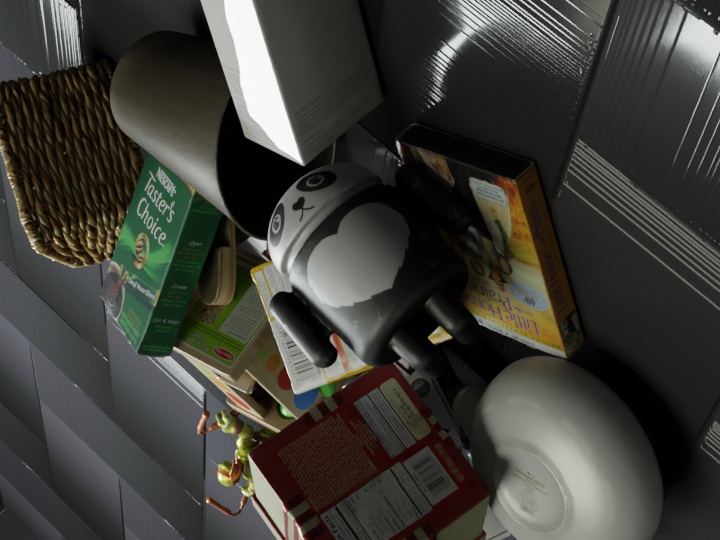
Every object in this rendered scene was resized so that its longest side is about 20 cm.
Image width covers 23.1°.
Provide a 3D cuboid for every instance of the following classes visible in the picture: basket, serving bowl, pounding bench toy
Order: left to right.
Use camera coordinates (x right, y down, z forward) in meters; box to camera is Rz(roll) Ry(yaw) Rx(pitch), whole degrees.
[{"bbox_3d":[-0.320,-0.104,1.902,0.201,0.148,0.143,68,158,14],"label":"basket"},{"bbox_3d":[-0.135,-0.143,1.643,0.199,0.135,0.182,28,133,45],"label":"basket"},{"bbox_3d":[-0.071,0.091,1.800,0.199,0.125,0.156,22,160,46],"label":"pounding bench toy"},{"bbox_3d":[0.167,0.180,1.549,0.199,0.066,0.202,28,132,35],"label":"serving bowl"}]

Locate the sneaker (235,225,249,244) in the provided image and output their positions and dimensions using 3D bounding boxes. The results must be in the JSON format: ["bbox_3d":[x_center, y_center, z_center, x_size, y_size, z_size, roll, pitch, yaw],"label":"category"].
[{"bbox_3d":[-0.192,-0.085,1.893,0.201,0.067,0.108,3,128,53],"label":"sneaker"}]

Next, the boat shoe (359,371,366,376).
[{"bbox_3d":[0.070,0.165,1.805,0.199,0.074,0.076,32,151,31],"label":"boat shoe"}]

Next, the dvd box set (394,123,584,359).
[{"bbox_3d":[0.112,-0.025,1.520,0.146,0.029,0.201,24,145,43],"label":"dvd box set"}]

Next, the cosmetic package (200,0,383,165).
[{"bbox_3d":[-0.060,-0.203,1.460,0.085,0.107,0.201,27,146,39],"label":"cosmetic package"}]

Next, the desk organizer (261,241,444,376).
[{"bbox_3d":[0.000,0.000,1.692,0.200,0.072,0.077,39,151,21],"label":"desk organizer"}]

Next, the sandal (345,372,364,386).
[{"bbox_3d":[-0.024,0.157,1.954,0.082,0.055,0.199,41,156,-22],"label":"sandal"}]

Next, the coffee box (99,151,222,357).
[{"bbox_3d":[-0.199,-0.030,1.776,0.123,0.044,0.201,49,124,48],"label":"coffee box"}]

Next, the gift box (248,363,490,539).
[{"bbox_3d":[0.023,0.211,1.605,0.185,0.199,0.187,57,166,20],"label":"gift box"}]

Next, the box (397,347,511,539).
[{"bbox_3d":[0.067,0.185,1.733,0.201,0.116,0.060,61,-160,4],"label":"box"}]

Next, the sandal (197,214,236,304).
[{"bbox_3d":[-0.122,-0.072,1.778,0.077,0.069,0.214,11,100,58],"label":"sandal"}]

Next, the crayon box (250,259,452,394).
[{"bbox_3d":[0.006,0.024,1.605,0.199,0.051,0.127,-21,88,36],"label":"crayon box"}]

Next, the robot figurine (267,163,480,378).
[{"bbox_3d":[0.010,-0.001,1.486,0.200,0.150,0.125,46,143,18],"label":"robot figurine"}]

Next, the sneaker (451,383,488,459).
[{"bbox_3d":[0.178,0.176,1.650,0.200,0.075,0.115,47,153,-4],"label":"sneaker"}]

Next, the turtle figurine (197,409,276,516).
[{"bbox_3d":[-0.115,0.197,2.049,0.064,0.161,0.201,30,149,34],"label":"turtle figurine"}]
